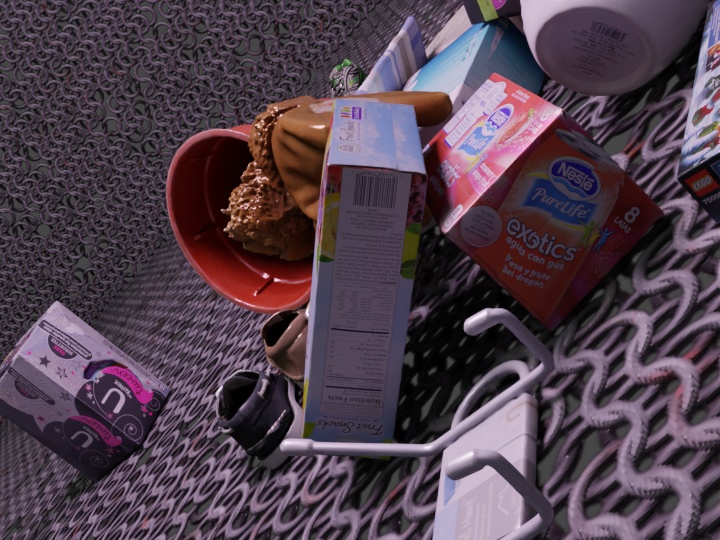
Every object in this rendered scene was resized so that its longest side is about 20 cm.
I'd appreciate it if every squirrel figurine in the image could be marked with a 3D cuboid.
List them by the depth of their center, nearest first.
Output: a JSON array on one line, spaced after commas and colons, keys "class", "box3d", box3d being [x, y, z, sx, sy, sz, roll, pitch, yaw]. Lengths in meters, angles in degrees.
[{"class": "squirrel figurine", "box3d": [-0.024, -0.052, 0.835, 0.199, 0.188, 0.141, 11, 26, 41]}]

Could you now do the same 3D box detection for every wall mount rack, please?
[{"class": "wall mount rack", "box3d": [0.024, 0.111, 0.504, 0.174, 0.074, 0.200, -41, 16, 29]}]

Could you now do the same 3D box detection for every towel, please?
[{"class": "towel", "box3d": [0.043, -0.172, 1.053, 0.024, 0.148, 0.201, -1, 38, 25]}]

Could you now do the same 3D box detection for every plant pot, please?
[{"class": "plant pot", "box3d": [-0.071, -0.087, 1.037, 0.200, 0.201, 0.195, -35, 4, 41]}]

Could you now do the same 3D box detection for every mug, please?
[{"class": "mug", "box3d": [0.170, -0.237, 0.716, 0.148, 0.199, 0.176, -47, 20, 60]}]

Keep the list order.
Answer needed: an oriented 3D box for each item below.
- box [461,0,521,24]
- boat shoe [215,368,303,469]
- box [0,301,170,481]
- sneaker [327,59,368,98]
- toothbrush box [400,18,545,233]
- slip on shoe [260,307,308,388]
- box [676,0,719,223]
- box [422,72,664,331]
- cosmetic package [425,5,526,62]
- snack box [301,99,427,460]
[{"class": "box", "box3d": [0.166, -0.356, 0.906, 0.123, 0.149, 0.201, -2, 42, 36]}, {"class": "boat shoe", "box3d": [-0.098, 0.118, 0.866, 0.076, 0.060, 0.200, -51, 15, -10]}, {"class": "box", "box3d": [-0.384, 0.166, 1.296, 0.132, 0.200, 0.115, -38, 20, 35]}, {"class": "sneaker", "box3d": [-0.029, -0.308, 1.683, 0.078, 0.085, 0.200, -41, 17, 25]}, {"class": "toothbrush box", "box3d": [0.088, -0.143, 0.931, 0.146, 0.085, 0.201, -34, 20, 40]}, {"class": "slip on shoe", "box3d": [-0.065, 0.063, 0.907, 0.076, 0.061, 0.200, -49, 15, -1]}, {"class": "box", "box3d": [0.249, -0.128, 0.523, 0.137, 0.040, 0.201, -34, 21, 42]}, {"class": "box", "box3d": [0.106, -0.055, 0.640, 0.100, 0.095, 0.200, -47, 14, 10]}, {"class": "cosmetic package", "box3d": [0.152, -0.263, 1.071, 0.104, 0.073, 0.200, -51, 15, -12]}, {"class": "snack box", "box3d": [0.000, 0.000, 0.665, 0.169, 0.067, 0.202, -89, 4, -68]}]
